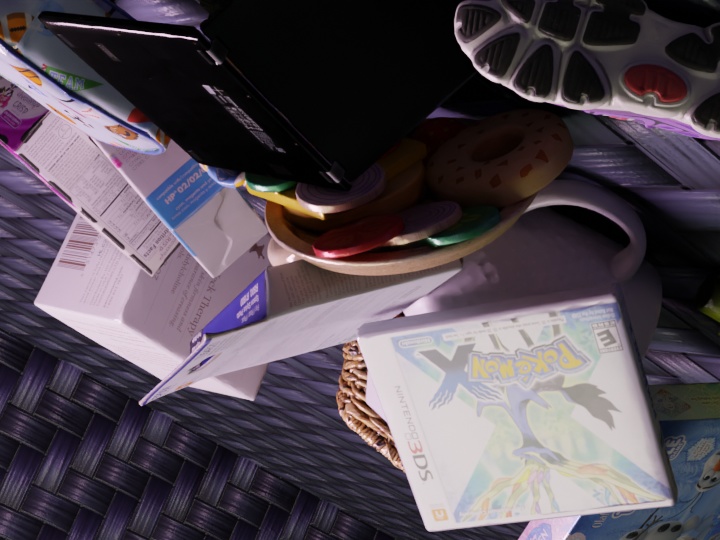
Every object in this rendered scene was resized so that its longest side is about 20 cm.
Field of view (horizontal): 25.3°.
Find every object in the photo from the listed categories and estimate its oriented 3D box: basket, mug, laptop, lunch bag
[{"bbox_3d":[0.052,0.128,1.565,0.141,0.151,0.200,5,-171,15],"label":"basket"},{"bbox_3d":[0.133,0.005,1.224,0.174,0.148,0.200,28,134,-16],"label":"mug"},{"bbox_3d":[-0.051,-0.143,0.979,0.199,0.117,0.187,11,161,33],"label":"laptop"},{"bbox_3d":[-0.215,-0.158,1.080,0.200,0.076,0.160,38,169,-40],"label":"lunch bag"}]

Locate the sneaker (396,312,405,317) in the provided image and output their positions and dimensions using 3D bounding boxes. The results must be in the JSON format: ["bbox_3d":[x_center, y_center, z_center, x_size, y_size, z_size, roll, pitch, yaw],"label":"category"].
[{"bbox_3d":[0.011,-0.002,1.522,0.111,0.078,0.200,16,175,14],"label":"sneaker"}]

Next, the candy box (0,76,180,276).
[{"bbox_3d":[-0.266,-0.093,1.518,0.136,0.061,0.200,34,170,50],"label":"candy box"}]

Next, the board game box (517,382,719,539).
[{"bbox_3d":[0.243,0.173,1.285,0.198,0.201,0.044,1,-139,-33],"label":"board game box"}]

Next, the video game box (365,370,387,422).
[{"bbox_3d":[0.118,0.122,1.362,0.180,0.047,0.200,0,-168,-17],"label":"video game box"}]

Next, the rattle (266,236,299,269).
[{"bbox_3d":[0.000,0.000,1.262,0.200,0.129,0.144,-111,-2,-71],"label":"rattle"}]

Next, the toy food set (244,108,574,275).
[{"bbox_3d":[0.028,-0.060,1.072,0.199,0.197,0.049,21,135,43],"label":"toy food set"}]

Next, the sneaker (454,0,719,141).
[{"bbox_3d":[0.146,-0.108,0.893,0.198,0.081,0.083,21,171,7],"label":"sneaker"}]

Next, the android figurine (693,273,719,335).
[{"bbox_3d":[0.357,0.056,1.215,0.199,0.041,0.182,27,165,-10],"label":"android figurine"}]

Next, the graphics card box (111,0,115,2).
[{"bbox_3d":[-0.234,-0.218,1.153,0.125,0.051,0.200,26,164,-10],"label":"graphics card box"}]

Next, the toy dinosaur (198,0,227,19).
[{"bbox_3d":[-0.042,-0.138,1.067,0.134,0.103,0.201,4,140,11],"label":"toy dinosaur"}]

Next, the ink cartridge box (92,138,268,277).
[{"bbox_3d":[-0.174,-0.100,1.362,0.200,0.068,0.115,47,176,24],"label":"ink cartridge box"}]

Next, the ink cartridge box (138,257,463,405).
[{"bbox_3d":[-0.052,0.031,1.150,0.199,0.041,0.200,-16,170,-26],"label":"ink cartridge box"}]

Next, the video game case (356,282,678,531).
[{"bbox_3d":[0.115,0.106,1.176,0.198,0.022,0.184,-10,116,21],"label":"video game case"}]

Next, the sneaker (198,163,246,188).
[{"bbox_3d":[-0.089,-0.099,1.267,0.074,0.091,0.200,18,164,22],"label":"sneaker"}]

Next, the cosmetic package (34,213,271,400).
[{"bbox_3d":[-0.196,0.014,1.691,0.166,0.169,0.200,7,159,47],"label":"cosmetic package"}]
